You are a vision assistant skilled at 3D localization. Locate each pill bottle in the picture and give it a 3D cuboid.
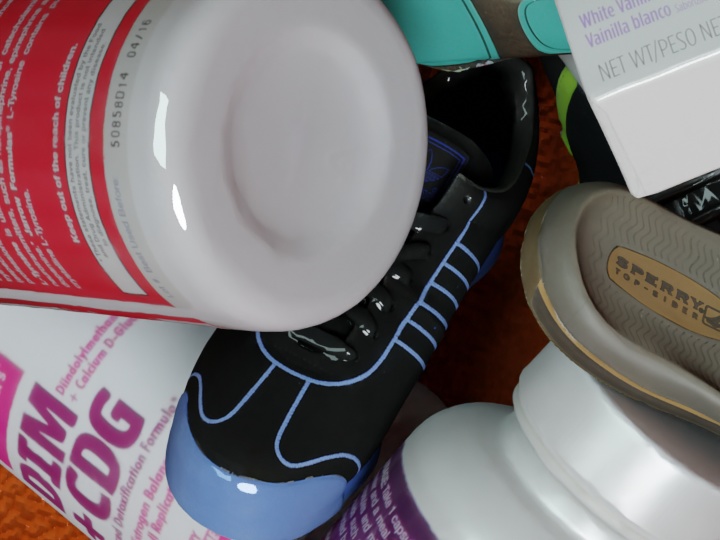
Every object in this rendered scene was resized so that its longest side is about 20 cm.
[{"bbox_3d":[0.035,0.114,0.890,0.112,0.112,0.200,48,111,22],"label":"pill bottle"},{"bbox_3d":[-0.075,0.038,0.998,0.200,0.113,0.113,36,104,26],"label":"pill bottle"},{"bbox_3d":[-0.085,-0.042,0.888,0.200,0.112,0.113,5,89,44],"label":"pill bottle"}]

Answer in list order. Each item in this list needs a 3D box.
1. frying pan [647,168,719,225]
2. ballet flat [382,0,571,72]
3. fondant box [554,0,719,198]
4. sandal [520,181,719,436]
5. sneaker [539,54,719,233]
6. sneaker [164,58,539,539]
[{"bbox_3d":[0.145,-0.056,0.884,0.190,0.031,0.115,-2,82,-4],"label":"frying pan"},{"bbox_3d":[0.048,-0.102,0.900,0.200,0.076,0.064,1,59,19],"label":"ballet flat"},{"bbox_3d":[0.113,-0.137,0.814,0.144,0.058,0.200,-21,56,10],"label":"fondant box"},{"bbox_3d":[0.143,0.022,0.847,0.055,0.200,0.082,-45,22,47],"label":"sandal"},{"bbox_3d":[0.092,-0.001,0.933,0.083,0.072,0.200,-34,72,24],"label":"sneaker"},{"bbox_3d":[0.000,0.000,0.911,0.070,0.200,0.078,24,134,10],"label":"sneaker"}]
